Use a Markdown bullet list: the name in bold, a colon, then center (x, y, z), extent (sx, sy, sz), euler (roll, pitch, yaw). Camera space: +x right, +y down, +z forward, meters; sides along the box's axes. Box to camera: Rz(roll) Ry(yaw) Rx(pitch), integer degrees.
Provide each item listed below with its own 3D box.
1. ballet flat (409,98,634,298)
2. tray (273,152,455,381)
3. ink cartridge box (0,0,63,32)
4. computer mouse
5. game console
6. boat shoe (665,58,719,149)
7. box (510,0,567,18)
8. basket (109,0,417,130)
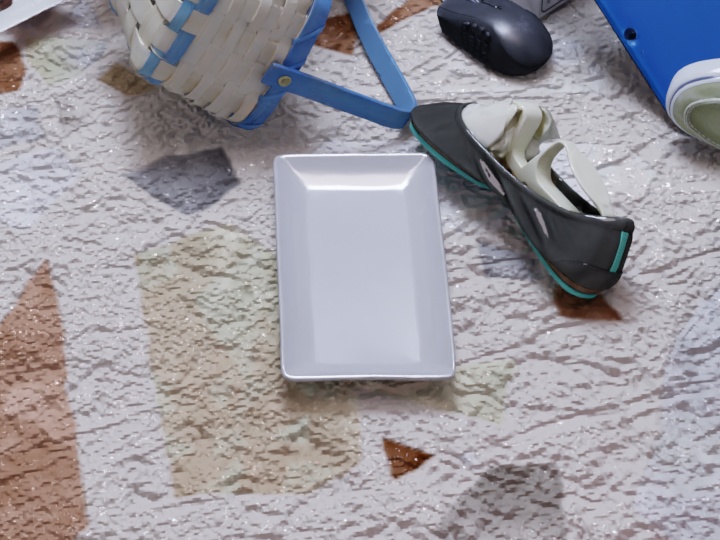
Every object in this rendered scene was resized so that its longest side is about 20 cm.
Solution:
- **ballet flat**: center (0.111, -0.066, 1.427), extent (0.068, 0.069, 0.200), euler (-1, 39, -47)
- **tray**: center (0.000, 0.000, 1.390), extent (0.107, 0.022, 0.201), euler (0, 45, -4)
- **ink cartridge box**: center (-0.320, -0.210, 1.574), extent (0.162, 0.050, 0.200), euler (-33, 63, -31)
- **computer mouse**: center (0.063, -0.203, 1.587), extent (0.059, 0.034, 0.200), euler (-32, 55, -29)
- **game console**: center (0.243, -0.222, 1.556), extent (0.200, 0.118, 0.171), euler (58, 28, -1)
- **boat shoe**: center (0.298, -0.087, 1.459), extent (0.199, 0.072, 0.062), euler (15, 44, 8)
- **box**: center (0.178, -0.283, 1.617), extent (0.200, 0.117, 0.060), euler (-34, 52, -30)
- **basket**: center (-0.064, -0.176, 1.493), extent (0.199, 0.139, 0.177), euler (16, 34, -39)
